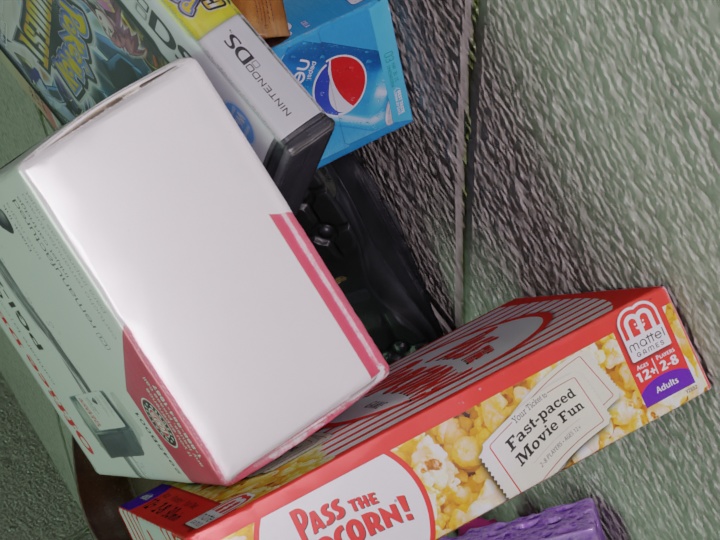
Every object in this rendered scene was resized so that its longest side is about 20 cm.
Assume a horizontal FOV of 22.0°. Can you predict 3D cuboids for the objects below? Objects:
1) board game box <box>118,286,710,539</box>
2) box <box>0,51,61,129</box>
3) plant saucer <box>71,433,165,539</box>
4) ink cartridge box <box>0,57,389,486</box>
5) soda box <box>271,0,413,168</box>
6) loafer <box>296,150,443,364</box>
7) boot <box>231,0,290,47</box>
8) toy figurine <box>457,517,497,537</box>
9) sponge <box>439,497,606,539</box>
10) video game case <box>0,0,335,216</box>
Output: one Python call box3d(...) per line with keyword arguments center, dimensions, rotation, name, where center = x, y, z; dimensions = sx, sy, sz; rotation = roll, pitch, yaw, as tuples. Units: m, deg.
box3d(center=(0.014, 0.071, 0.721), dimensions=(0.046, 0.200, 0.151), rotation=(65, 163, -4), name="board game box")
box3d(center=(-0.182, -0.193, 1.082), dimensions=(0.200, 0.109, 0.128), rotation=(46, 157, 46), name="box")
box3d(center=(-0.110, 0.058, 1.008), dimensions=(0.200, 0.034, 0.200), rotation=(-27, 59, 58), name="plant saucer")
box3d(center=(-0.091, 0.007, 0.763), dimensions=(0.146, 0.085, 0.200), rotation=(58, 161, -8), name="ink cartridge box")
box3d(center=(-0.055, -0.122, 0.877), dimensions=(0.200, 0.064, 0.068), rotation=(43, 154, 51), name="soda box")
box3d(center=(0.000, 0.000, 0.922), dimensions=(0.070, 0.068, 0.201), rotation=(-75, -35, -50), name="loafer")
box3d(center=(-0.092, -0.174, 0.827), dimensions=(0.188, 0.068, 0.200), rotation=(-12, 90, 55), name="boot")
box3d(center=(0.021, 0.192, 0.966), dimensions=(0.150, 0.200, 0.184), rotation=(65, 152, 11), name="toy figurine")
box3d(center=(0.088, 0.211, 0.878), dimensions=(0.030, 0.112, 0.200), rotation=(-78, -31, -68), name="sponge")
box3d(center=(-0.093, -0.082, 0.780), dimensions=(0.181, 0.025, 0.200), rotation=(50, 158, 9), name="video game case")
